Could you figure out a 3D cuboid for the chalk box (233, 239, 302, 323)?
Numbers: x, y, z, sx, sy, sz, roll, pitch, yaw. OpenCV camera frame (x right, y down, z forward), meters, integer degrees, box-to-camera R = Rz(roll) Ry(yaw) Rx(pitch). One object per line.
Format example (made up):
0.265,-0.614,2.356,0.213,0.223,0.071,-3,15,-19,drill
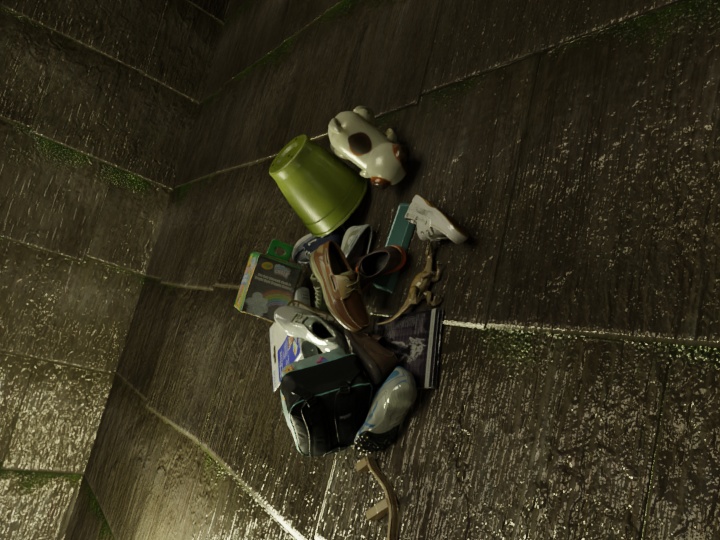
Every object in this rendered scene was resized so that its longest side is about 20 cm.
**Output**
-0.237,0.023,1.416,0.124,0.123,0.203,7,78,68,chalk box

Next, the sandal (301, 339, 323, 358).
-0.095,0.248,1.204,0.075,0.048,0.202,-44,64,40,sandal

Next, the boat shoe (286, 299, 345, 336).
-0.089,0.128,1.270,0.199,0.066,0.073,26,94,28,boat shoe

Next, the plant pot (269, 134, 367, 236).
-0.119,-0.225,1.349,0.199,0.193,0.202,-33,31,24,plant pot

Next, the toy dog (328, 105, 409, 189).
0.031,-0.280,1.240,0.200,0.194,0.140,44,97,19,toy dog

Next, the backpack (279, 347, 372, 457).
-0.068,0.266,1.074,0.154,0.173,0.202,-126,24,-52,backpack

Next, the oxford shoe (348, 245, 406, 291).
0.000,0.000,1.162,0.199,0.072,0.072,-32,76,27,oxford shoe

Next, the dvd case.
0.084,0.160,1.076,0.199,0.016,0.151,-17,60,51,dvd case

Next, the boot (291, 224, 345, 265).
-0.118,-0.048,1.402,0.199,0.072,0.091,-36,31,39,boot

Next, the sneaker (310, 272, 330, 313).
-0.091,0.037,1.316,0.067,0.089,0.202,39,106,53,sneaker

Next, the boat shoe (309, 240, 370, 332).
-0.038,0.029,1.112,0.074,0.075,0.202,-44,71,41,boat shoe

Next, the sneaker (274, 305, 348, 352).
-0.114,0.119,1.193,0.198,0.081,0.071,23,66,26,sneaker

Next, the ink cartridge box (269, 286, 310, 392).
-0.180,0.181,1.402,0.201,0.046,0.200,-55,35,42,ink cartridge box

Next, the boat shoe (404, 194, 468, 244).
0.144,-0.086,1.067,0.070,0.070,0.200,-53,27,9,boat shoe

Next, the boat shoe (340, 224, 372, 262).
-0.018,-0.012,1.258,0.064,0.074,0.205,-10,59,56,boat shoe

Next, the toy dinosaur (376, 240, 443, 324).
0.115,0.043,1.074,0.202,0.058,0.101,-60,20,1,toy dinosaur

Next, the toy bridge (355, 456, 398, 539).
0.039,0.437,0.989,0.067,0.027,0.202,-45,41,30,toy bridge

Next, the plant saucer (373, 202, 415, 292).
0.078,-0.055,1.193,0.070,0.019,0.203,16,86,56,plant saucer

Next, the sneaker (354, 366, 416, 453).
0.047,0.270,1.028,0.202,0.071,0.073,-61,14,24,sneaker

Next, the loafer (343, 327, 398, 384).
0.022,0.164,1.102,0.200,0.070,0.074,-136,27,-62,loafer
